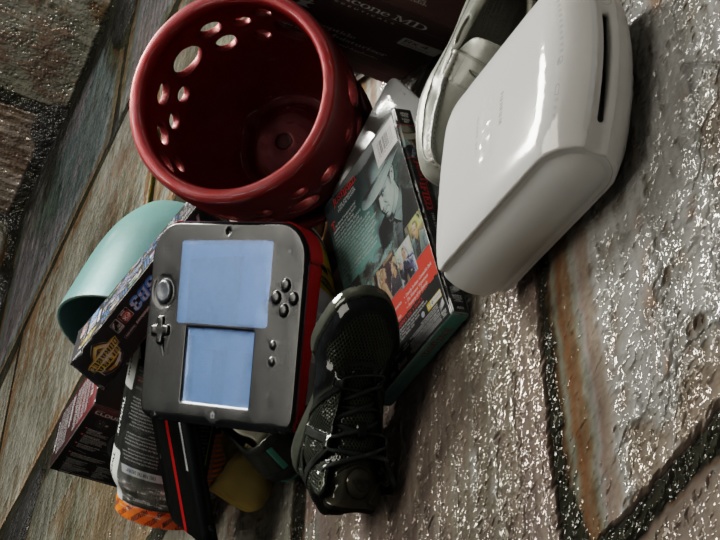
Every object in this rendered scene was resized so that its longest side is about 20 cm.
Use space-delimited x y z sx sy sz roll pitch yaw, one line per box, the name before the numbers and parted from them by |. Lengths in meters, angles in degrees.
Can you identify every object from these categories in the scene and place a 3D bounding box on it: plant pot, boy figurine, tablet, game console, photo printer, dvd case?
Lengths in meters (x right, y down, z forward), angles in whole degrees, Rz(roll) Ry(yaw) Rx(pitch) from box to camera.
plant pot | -0.223 0.019 2.066 0.201 0.200 0.162 -43 23 58
plant pot | -0.088 -0.133 1.668 0.182 0.199 0.202 41 -118 -66
boy figurine | -0.111 0.149 1.789 0.124 0.064 0.201 -44 29 50
tablet | 0.039 -0.071 1.534 0.131 0.014 0.200 -63 33 16
game console | -0.172 0.157 1.753 0.177 0.031 0.201 180 80 -73
game console | -0.116 0.047 1.584 0.199 0.031 0.178 2 81 44
photo printer | 0.125 -0.098 1.289 0.200 0.069 0.167 130 152 -51
dvd case | 0.026 -0.011 1.495 0.146 0.022 0.201 -54 43 46

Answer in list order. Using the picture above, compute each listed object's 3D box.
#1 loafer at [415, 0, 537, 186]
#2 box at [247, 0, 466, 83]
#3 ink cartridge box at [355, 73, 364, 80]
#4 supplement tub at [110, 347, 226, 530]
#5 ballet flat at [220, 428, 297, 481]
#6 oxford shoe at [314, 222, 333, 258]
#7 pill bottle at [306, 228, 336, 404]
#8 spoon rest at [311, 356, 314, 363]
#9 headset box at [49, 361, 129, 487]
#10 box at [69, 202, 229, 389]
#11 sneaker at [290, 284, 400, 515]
loafer | 0.095 -0.160 1.442 0.070 0.070 0.201 139 150 -66
box | 0.013 -0.294 1.681 0.200 0.165 0.165 159 128 -69
ink cartridge box | 0.004 -0.295 1.919 0.200 0.043 0.199 154 132 -70
supplement tub | -0.194 0.162 1.906 0.122 0.122 0.201 -143 64 -72
ballet flat | -0.116 0.121 1.708 0.068 0.068 0.200 -47 44 -3
oxford shoe | -0.059 -0.092 1.865 0.201 0.071 0.072 -89 23 -49
pill bottle | -0.076 0.037 1.707 0.200 0.114 0.115 -104 36 -60
spoon rest | 0.000 0.000 1.613 0.099 0.061 0.201 -17 44 51
headset box | -0.250 0.174 2.050 0.200 0.148 0.078 129 153 -51
box | -0.208 0.014 1.809 0.199 0.050 0.200 -52 8 1
sneaker | -0.002 0.114 1.429 0.114 0.076 0.200 -118 37 -51
